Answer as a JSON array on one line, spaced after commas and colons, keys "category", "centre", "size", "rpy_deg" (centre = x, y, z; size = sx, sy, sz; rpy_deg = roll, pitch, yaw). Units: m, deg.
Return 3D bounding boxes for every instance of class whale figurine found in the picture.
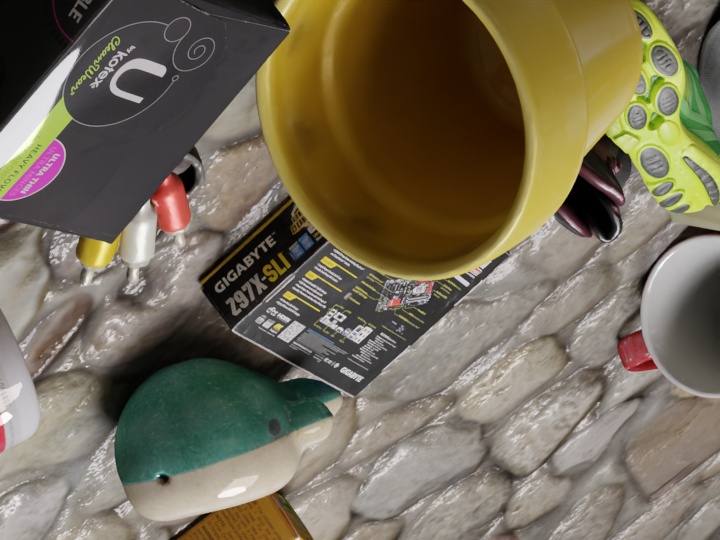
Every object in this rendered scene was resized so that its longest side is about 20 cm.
[{"category": "whale figurine", "centre": [-0.091, 0.103, 1.711], "size": [0.159, 0.104, 0.200], "rpy_deg": [-15, -173, 31]}]

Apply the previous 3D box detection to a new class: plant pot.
[{"category": "plant pot", "centre": [0.070, -0.117, 1.467], "size": [0.189, 0.201, 0.201], "rpy_deg": [-28, 154, -48]}]

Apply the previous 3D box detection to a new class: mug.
[{"category": "mug", "centre": [0.326, 0.032, 2.069], "size": [0.200, 0.177, 0.134], "rpy_deg": [-2, 100, -53]}]

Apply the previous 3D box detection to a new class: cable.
[{"category": "cable", "centre": [-0.128, -0.070, 1.442], "size": [0.097, 0.050, 0.200], "rpy_deg": [-26, 151, -22]}]

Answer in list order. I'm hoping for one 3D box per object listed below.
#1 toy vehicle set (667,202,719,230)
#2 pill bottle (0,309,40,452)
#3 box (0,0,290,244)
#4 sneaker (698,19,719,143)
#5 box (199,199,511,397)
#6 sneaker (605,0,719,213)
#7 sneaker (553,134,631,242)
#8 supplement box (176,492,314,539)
[{"category": "toy vehicle set", "centre": [0.340, -0.093, 1.883], "size": [0.200, 0.027, 0.124], "rpy_deg": [-31, -167, -12]}, {"category": "pill bottle", "centre": [-0.298, 0.087, 1.423], "size": [0.200, 0.112, 0.112], "rpy_deg": [-26, 150, -21]}, {"category": "box", "centre": [-0.160, -0.138, 1.149], "size": [0.149, 0.200, 0.124], "rpy_deg": [-47, 150, 19]}, {"category": "sneaker", "centre": [0.313, -0.153, 1.804], "size": [0.115, 0.074, 0.200], "rpy_deg": [-29, 161, -18]}, {"category": "box", "centre": [0.000, 0.000, 1.696], "size": [0.160, 0.049, 0.200], "rpy_deg": [-44, 151, 8]}, {"category": "sneaker", "centre": [0.203, -0.122, 1.724], "size": [0.074, 0.084, 0.200], "rpy_deg": [-20, 136, 12]}, {"category": "sneaker", "centre": [0.156, -0.057, 1.714], "size": [0.076, 0.116, 0.200], "rpy_deg": [-45, 150, 16]}, {"category": "supplement box", "centre": [-0.131, 0.252, 1.906], "size": [0.200, 0.069, 0.067], "rpy_deg": [-40, 154, 1]}]
